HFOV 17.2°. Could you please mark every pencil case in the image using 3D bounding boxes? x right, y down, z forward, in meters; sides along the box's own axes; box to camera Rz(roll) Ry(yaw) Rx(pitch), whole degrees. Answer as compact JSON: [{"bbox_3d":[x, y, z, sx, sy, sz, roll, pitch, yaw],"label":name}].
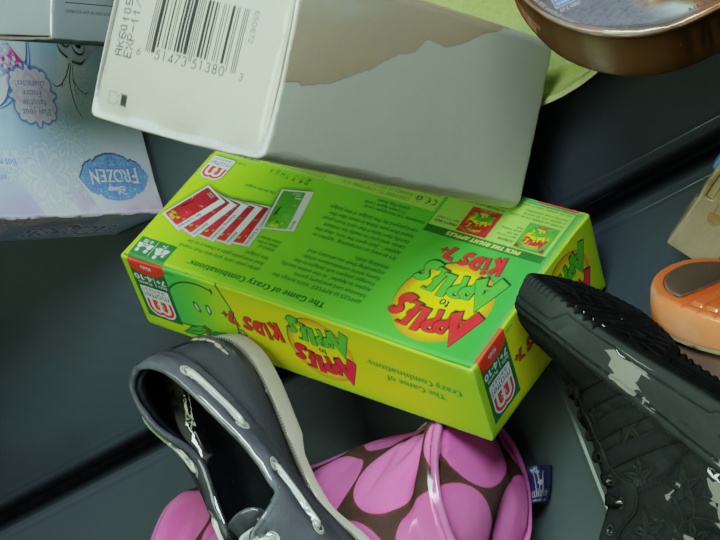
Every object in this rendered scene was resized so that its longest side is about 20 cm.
[{"bbox_3d":[-0.012,0.120,1.116,0.199,0.090,0.094,-20,64,35],"label":"pencil case"}]

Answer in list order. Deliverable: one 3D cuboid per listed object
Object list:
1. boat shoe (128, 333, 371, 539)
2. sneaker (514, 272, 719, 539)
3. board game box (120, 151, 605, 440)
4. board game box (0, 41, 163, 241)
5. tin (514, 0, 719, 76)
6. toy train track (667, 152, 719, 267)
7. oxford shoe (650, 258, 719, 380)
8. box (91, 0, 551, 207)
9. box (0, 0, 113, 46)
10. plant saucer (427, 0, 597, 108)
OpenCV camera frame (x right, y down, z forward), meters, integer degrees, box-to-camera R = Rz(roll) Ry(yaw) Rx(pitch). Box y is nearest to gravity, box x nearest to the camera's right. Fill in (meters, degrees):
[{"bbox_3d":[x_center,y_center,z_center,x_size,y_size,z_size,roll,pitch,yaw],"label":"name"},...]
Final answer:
[{"bbox_3d":[-0.044,0.119,1.043,0.073,0.062,0.201,-41,65,33],"label":"boat shoe"},{"bbox_3d":[0.118,0.088,0.960,0.199,0.060,0.105,36,110,39],"label":"sneaker"},{"bbox_3d":[0.000,0.000,1.090,0.199,0.102,0.048,17,143,33],"label":"board game box"},{"bbox_3d":[-0.199,-0.113,1.166,0.043,0.199,0.201,-23,79,35],"label":"board game box"},{"bbox_3d":[0.149,-0.148,0.924,0.199,0.042,0.113,-24,62,1],"label":"tin"},{"bbox_3d":[0.191,-0.087,0.996,0.114,0.033,0.201,32,119,3],"label":"toy train track"},{"bbox_3d":[0.208,0.057,0.981,0.199,0.071,0.073,23,125,36],"label":"oxford shoe"},{"bbox_3d":[-0.010,-0.081,0.996,0.094,0.199,0.078,15,94,32],"label":"box"},{"bbox_3d":[-0.108,-0.206,1.126,0.041,0.156,0.202,4,94,32],"label":"box"},{"bbox_3d":[0.064,-0.171,1.083,0.199,0.031,0.202,2,94,35],"label":"plant saucer"}]
